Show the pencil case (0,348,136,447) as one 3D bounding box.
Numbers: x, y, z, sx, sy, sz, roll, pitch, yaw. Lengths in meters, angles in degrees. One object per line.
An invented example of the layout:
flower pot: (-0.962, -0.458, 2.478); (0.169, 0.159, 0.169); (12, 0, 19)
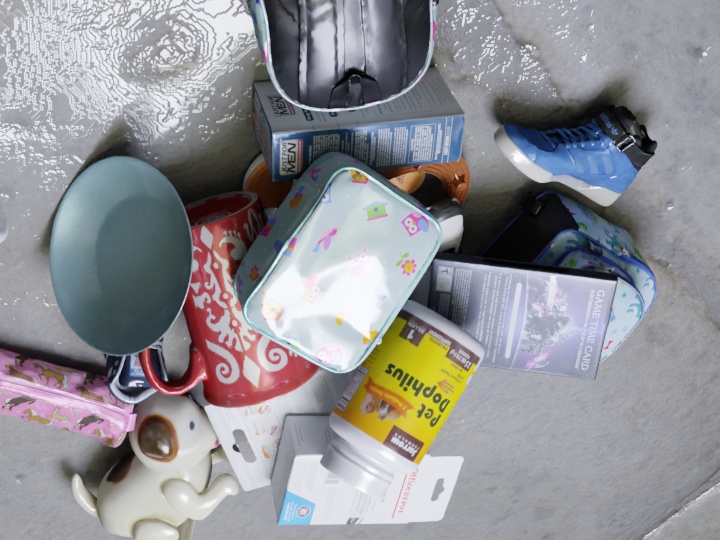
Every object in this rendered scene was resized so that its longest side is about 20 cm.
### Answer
pencil case: (-0.349, 0.137, 1.400); (0.200, 0.087, 0.083); (21, 124, -31)

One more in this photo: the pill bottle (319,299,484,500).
pill bottle: (0.040, 0.140, 1.345); (0.109, 0.109, 0.200); (34, 85, -36)

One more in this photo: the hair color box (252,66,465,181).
hair color box: (-0.004, -0.152, 1.289); (0.200, 0.100, 0.061); (-7, 130, -14)

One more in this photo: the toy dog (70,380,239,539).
toy dog: (-0.234, 0.227, 1.499); (0.194, 0.140, 0.200); (20, 121, 1)

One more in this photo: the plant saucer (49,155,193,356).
plant saucer: (-0.234, -0.015, 1.275); (0.201, 0.201, 0.039); (-52, 153, 22)

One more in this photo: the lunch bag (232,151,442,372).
lunch bag: (-0.022, -0.003, 1.255); (0.160, 0.077, 0.200); (30, 100, -27)

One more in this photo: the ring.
ring: (0.037, -0.058, 1.385); (0.200, 0.019, 0.201); (-23, 148, -15)

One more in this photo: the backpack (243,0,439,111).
backpack: (-0.020, -0.255, 1.170); (0.177, 0.151, 0.200); (-11, 122, -8)

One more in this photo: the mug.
mug: (-0.143, 0.036, 1.321); (0.177, 0.133, 0.200); (-35, 118, -45)

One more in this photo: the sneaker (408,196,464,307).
sneaker: (0.092, -0.003, 1.422); (0.074, 0.080, 0.200); (-20, 146, -17)

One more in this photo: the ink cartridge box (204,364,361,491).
ink cartridge box: (-0.064, 0.166, 1.456); (0.200, 0.047, 0.160); (-17, 131, 1)

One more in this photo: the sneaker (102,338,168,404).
sneaker: (-0.238, 0.053, 1.359); (0.070, 0.109, 0.200); (3, 127, -20)

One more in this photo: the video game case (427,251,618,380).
video game case: (0.173, 0.052, 1.396); (0.200, 0.019, 0.143); (6, 126, 2)

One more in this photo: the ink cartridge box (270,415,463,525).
ink cartridge box: (0.006, 0.231, 1.452); (0.200, 0.068, 0.116); (3, 128, -16)

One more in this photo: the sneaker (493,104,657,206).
sneaker: (0.245, -0.146, 1.393); (0.200, 0.077, 0.111); (19, 124, -35)

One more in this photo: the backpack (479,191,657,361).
backpack: (0.249, 0.028, 1.488); (0.200, 0.147, 0.183); (20, 121, -35)

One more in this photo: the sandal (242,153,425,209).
sandal: (-0.022, -0.094, 1.354); (0.206, 0.059, 0.079); (-5, 127, -15)

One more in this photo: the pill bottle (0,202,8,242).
pill bottle: (-0.454, -0.025, 1.223); (0.200, 0.111, 0.111); (-32, 130, 7)
